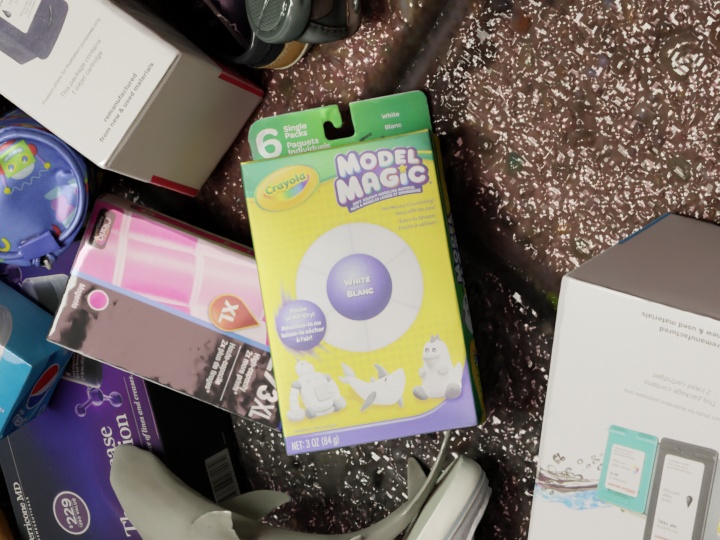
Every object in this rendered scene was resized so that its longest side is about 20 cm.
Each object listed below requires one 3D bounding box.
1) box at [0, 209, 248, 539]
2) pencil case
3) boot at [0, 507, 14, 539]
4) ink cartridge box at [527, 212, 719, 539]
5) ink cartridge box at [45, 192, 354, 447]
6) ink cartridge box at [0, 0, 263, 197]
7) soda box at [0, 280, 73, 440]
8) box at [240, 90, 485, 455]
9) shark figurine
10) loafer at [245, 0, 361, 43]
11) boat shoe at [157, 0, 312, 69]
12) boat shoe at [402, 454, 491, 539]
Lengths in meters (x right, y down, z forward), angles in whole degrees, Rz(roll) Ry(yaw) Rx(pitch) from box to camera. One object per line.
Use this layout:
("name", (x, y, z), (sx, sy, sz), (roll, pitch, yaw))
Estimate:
("box", (-0.170, 0.074, 1.448), (0.141, 0.079, 0.201), (-9, 99, 36))
("pencil case", (-0.198, -0.053, 1.355), (0.078, 0.200, 0.087), (-15, 100, -2))
("boot", (-0.258, 0.140, 1.473), (0.144, 0.071, 0.201), (53, 151, 38))
("ink cartridge box", (0.188, 0.095, 1.193), (0.146, 0.147, 0.201), (16, 113, 26))
("ink cartridge box", (-0.082, 0.033, 1.354), (0.200, 0.037, 0.095), (21, 100, -1))
("ink cartridge box", (-0.177, -0.139, 1.337), (0.200, 0.145, 0.084), (37, 96, 17))
("soda box", (-0.279, 0.020, 1.393), (0.200, 0.068, 0.064), (33, 114, 10))
("box", (0.000, 0.000, 1.300), (0.117, 0.048, 0.201), (-10, 85, 7))
("shark figurine", (-0.052, 0.151, 1.323), (0.214, 0.090, 0.128), (-1, 60, 8))
("loafer", (-0.030, -0.229, 1.289), (0.072, 0.063, 0.201), (3, 92, 55))
("boat shoe", (-0.109, -0.196, 1.340), (0.200, 0.062, 0.075), (48, 124, 13))
("boat shoe", (0.047, 0.205, 1.367), (0.071, 0.070, 0.201), (23, 114, 0))
